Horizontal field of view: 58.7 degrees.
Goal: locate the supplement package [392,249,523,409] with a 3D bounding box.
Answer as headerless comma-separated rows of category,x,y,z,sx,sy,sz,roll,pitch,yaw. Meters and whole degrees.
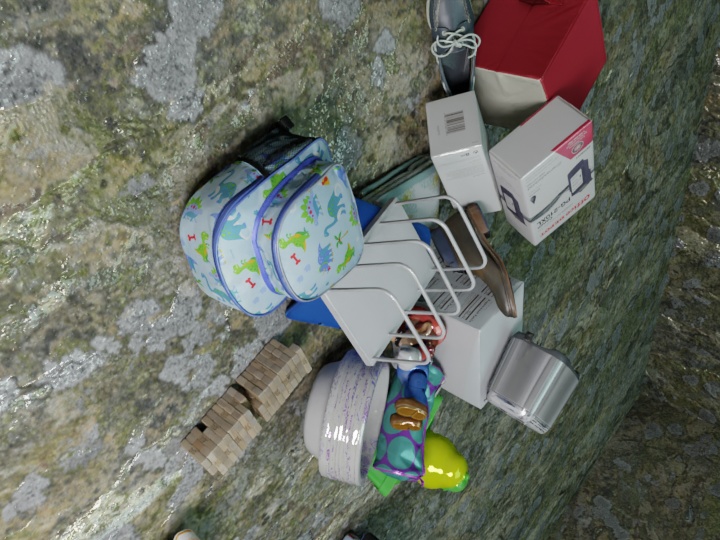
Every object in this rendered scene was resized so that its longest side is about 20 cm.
supplement package,0.171,0.097,1.150,0.147,0.198,0.194,-39,137,-33

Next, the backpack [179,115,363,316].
backpack,-0.100,-0.048,0.758,0.200,0.146,0.185,-41,135,-28

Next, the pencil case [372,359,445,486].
pencil case,0.084,0.250,1.080,0.085,0.091,0.203,76,27,-64

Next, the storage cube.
storage cube,0.290,-0.356,1.085,0.181,0.170,0.200,-59,145,-8

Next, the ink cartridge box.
ink cartridge box,0.303,-0.157,1.050,0.144,0.085,0.200,-39,145,-2

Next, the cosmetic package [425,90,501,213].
cosmetic package,0.173,-0.182,1.048,0.200,0.083,0.109,52,31,-58

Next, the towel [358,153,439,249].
towel,0.063,-0.079,1.046,0.199,0.048,0.174,-34,136,-38

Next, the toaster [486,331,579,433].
toaster,0.294,0.195,1.098,0.130,0.113,0.200,-60,146,-6

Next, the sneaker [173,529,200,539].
sneaker,-0.255,0.435,0.888,0.078,0.080,0.201,-1,134,-46

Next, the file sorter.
file sorter,0.068,0.010,0.867,0.201,0.123,0.140,-52,123,-34

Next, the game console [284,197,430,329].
game console,0.000,0.000,0.968,0.198,0.117,0.174,16,76,-44

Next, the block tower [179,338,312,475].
block tower,-0.156,0.186,0.892,0.200,0.057,0.054,-48,141,-23

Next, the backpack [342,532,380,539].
backpack,0.004,0.636,1.271,0.192,0.152,0.201,-58,139,-26

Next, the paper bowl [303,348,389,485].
paper bowl,-0.024,0.226,1.011,0.201,0.102,0.204,9,90,-78

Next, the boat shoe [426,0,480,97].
boat shoe,0.142,-0.342,0.973,0.073,0.062,0.202,-9,135,1

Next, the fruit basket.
fruit basket,0.102,0.324,1.162,0.217,0.214,0.156,-57,175,-14

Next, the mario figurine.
mario figurine,0.068,0.143,1.008,0.105,0.123,0.202,35,45,-27

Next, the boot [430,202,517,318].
boot,0.184,-0.003,1.047,0.096,0.203,0.075,-21,158,7
